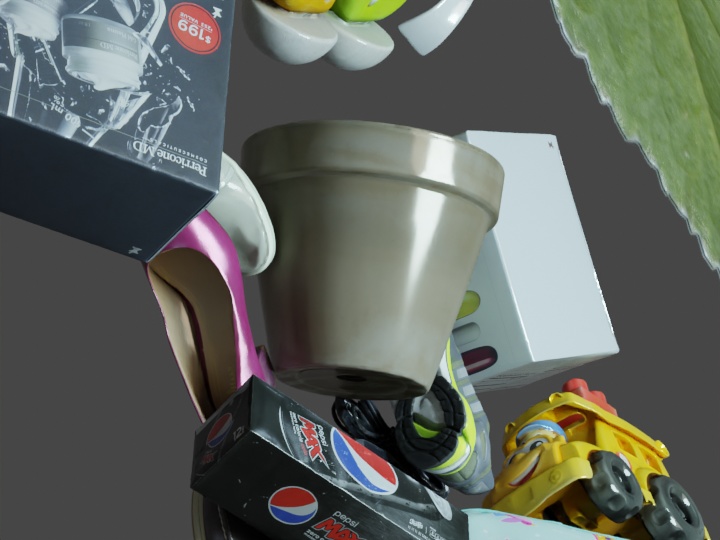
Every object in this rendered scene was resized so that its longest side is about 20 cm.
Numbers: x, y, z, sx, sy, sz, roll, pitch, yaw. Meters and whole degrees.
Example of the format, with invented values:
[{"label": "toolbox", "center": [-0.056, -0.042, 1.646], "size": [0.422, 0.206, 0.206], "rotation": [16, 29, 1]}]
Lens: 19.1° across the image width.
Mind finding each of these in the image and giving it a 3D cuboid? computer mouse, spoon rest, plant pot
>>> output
[{"label": "computer mouse", "center": [0.008, 0.187, 1.608], "size": [0.139, 0.053, 0.200], "rotation": [48, 25, -26]}, {"label": "spoon rest", "center": [0.083, -0.284, 1.972], "size": [0.099, 0.061, 0.200], "rotation": [46, 40, -32]}, {"label": "plant pot", "center": [0.000, 0.000, 1.589], "size": [0.200, 0.200, 0.174], "rotation": [24, 67, -48]}]

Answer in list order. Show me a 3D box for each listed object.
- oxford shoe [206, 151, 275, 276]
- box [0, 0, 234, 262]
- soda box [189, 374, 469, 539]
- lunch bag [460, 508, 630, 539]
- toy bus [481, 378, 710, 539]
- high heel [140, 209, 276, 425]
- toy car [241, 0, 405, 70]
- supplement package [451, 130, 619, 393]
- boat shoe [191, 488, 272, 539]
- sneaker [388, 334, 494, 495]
[{"label": "oxford shoe", "center": [-0.136, -0.073, 1.517], "size": [0.200, 0.075, 0.058], "rotation": [54, 29, -10]}, {"label": "box", "center": [-0.193, -0.131, 1.384], "size": [0.200, 0.104, 0.183], "rotation": [19, 55, -26]}, {"label": "soda box", "center": [-0.018, 0.159, 1.466], "size": [0.200, 0.071, 0.063], "rotation": [35, 27, -22]}, {"label": "lunch bag", "center": [0.147, 0.253, 1.572], "size": [0.160, 0.199, 0.077], "rotation": [-73, 176, -68]}, {"label": "toy bus", "center": [0.184, 0.170, 1.810], "size": [0.200, 0.136, 0.192], "rotation": [30, 35, -41]}, {"label": "high heel", "center": [-0.114, 0.032, 1.489], "size": [0.200, 0.067, 0.096], "rotation": [59, 23, -20]}, {"label": "toy car", "center": [-0.029, -0.267, 1.736], "size": [0.150, 0.175, 0.200], "rotation": [41, 23, 27]}, {"label": "supplement package", "center": [0.113, -0.006, 1.810], "size": [0.156, 0.111, 0.201], "rotation": [-3, 74, -56]}, {"label": "boat shoe", "center": [-0.059, 0.224, 1.466], "size": [0.072, 0.065, 0.201], "rotation": [0, 71, -53]}, {"label": "sneaker", "center": [0.059, 0.100, 1.686], "size": [0.081, 0.074, 0.200], "rotation": [53, 18, -38]}]
